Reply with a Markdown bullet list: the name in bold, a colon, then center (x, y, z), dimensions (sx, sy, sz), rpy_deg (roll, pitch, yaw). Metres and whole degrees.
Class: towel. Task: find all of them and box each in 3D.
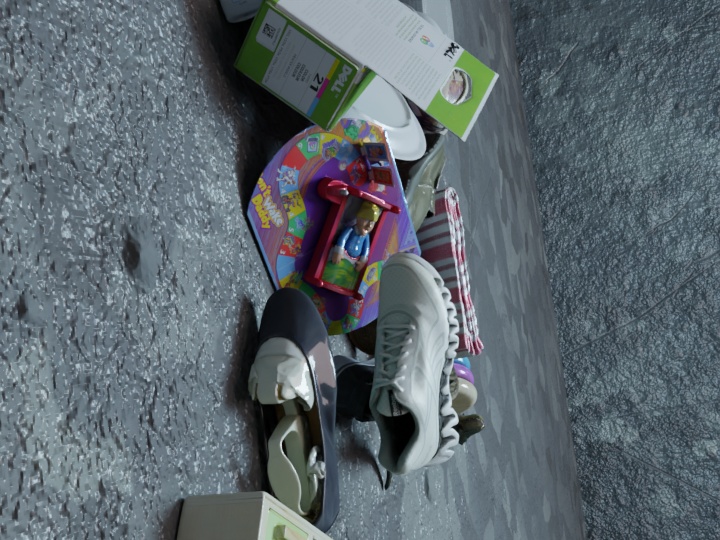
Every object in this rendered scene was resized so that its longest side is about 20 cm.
- **towel**: center (0.089, 0.010, 0.993), dimensions (0.030, 0.146, 0.203), rpy_deg (-4, 83, -28)

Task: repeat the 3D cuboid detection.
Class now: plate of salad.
- **plate of salad**: center (-0.016, -0.178, 0.808), dimensions (0.199, 0.048, 0.201), rpy_deg (31, 32, -22)

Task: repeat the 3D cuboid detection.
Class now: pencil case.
- **pencil case**: center (0.078, -0.200, 1.014), dimensions (0.200, 0.077, 0.091), rpy_deg (115, -26, -73)

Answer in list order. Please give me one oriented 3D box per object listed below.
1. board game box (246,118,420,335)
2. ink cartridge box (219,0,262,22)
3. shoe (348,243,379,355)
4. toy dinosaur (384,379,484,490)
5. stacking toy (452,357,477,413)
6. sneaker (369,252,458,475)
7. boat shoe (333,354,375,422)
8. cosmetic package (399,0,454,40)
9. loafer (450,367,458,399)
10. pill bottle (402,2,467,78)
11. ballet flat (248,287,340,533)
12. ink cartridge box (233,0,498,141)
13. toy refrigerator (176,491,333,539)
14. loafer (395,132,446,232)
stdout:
- **board game box**: center (-0.009, -0.032, 0.718), dimensions (0.157, 0.039, 0.202), rpy_deg (-31, 118, -24)
- **ink cartridge box**: center (-0.109, -0.340, 0.718), dimensions (0.160, 0.047, 0.202), rpy_deg (-60, 134, -59)
- **shoe**: center (0.000, 0.000, 0.829), dimensions (0.054, 0.069, 0.202), rpy_deg (-64, 150, -44)
- **toy dinosaur**: center (0.070, 0.163, 0.838), dimensions (0.200, 0.047, 0.089), rpy_deg (-52, -167, 55)
- **stacking toy**: center (0.111, 0.090, 1.091), dimensions (0.086, 0.084, 0.202), rpy_deg (56, 28, -50)
- **sneaker**: center (0.043, 0.086, 0.719), dimensions (0.081, 0.074, 0.203), rpy_deg (-12, 97, -51)
- **boat shoe**: center (0.024, 0.123, 0.810), dimensions (0.071, 0.066, 0.200), rpy_deg (-64, 154, -1)
- **cosmetic package**: center (0.077, -0.394, 1.194), dimensions (0.200, 0.089, 0.109), rpy_deg (-3, 87, -73)
- **loafer**: center (0.050, 0.069, 0.947), dimensions (0.075, 0.068, 0.202), rpy_deg (17, 48, -52)
- **pill bottle**: center (0.072, -0.284, 1.092), dimensions (0.200, 0.109, 0.113), rpy_deg (21, 62, -68)
- **ballet flat**: center (-0.054, 0.115, 0.634), dimensions (0.073, 0.072, 0.203), rpy_deg (-5, 88, -70)
- **ink cartridge box**: center (0.011, -0.179, 0.711), dimensions (0.199, 0.076, 0.148), rpy_deg (35, 40, -3)
- **toy refrigerator**: center (-0.053, 0.230, 0.578), dimensions (0.200, 0.069, 0.077), rpy_deg (55, 32, -50)
- **loafer**: center (0.051, -0.093, 0.909), dimensions (0.201, 0.074, 0.070), rpy_deg (-59, 140, -47)
